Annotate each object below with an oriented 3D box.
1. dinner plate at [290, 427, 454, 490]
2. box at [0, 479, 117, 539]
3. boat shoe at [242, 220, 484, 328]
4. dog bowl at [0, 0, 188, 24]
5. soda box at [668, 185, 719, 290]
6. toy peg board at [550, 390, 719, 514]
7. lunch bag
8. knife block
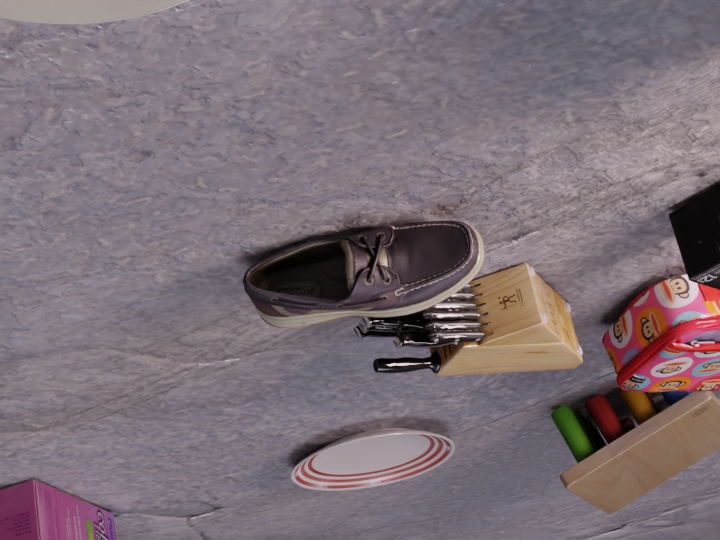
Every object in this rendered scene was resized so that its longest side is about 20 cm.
[{"bbox_3d":[0.013,0.223,1.720,0.200,0.024,0.200,-10,156,-5],"label":"dinner plate"},{"bbox_3d":[-0.407,0.333,1.683,0.176,0.097,0.200,-17,156,12],"label":"box"},{"bbox_3d":[0.000,0.000,1.166,0.200,0.072,0.065,-11,162,14],"label":"boat shoe"},{"bbox_3d":[-0.130,-0.200,0.653,0.200,0.079,0.200,-9,156,-4],"label":"dog bowl"},{"bbox_3d":[0.362,-0.057,1.200,0.063,0.071,0.200,14,145,-43],"label":"soda box"},{"bbox_3d":[0.337,0.189,1.737,0.199,0.098,0.200,-34,152,11],"label":"toy peg board"},{"bbox_3d":[0.362,0.053,1.443,0.200,0.082,0.176,-2,150,-24],"label":"lunch bag"},{"bbox_3d":[0.100,0.062,1.354,0.175,0.064,0.200,-19,155,18],"label":"knife block"}]
